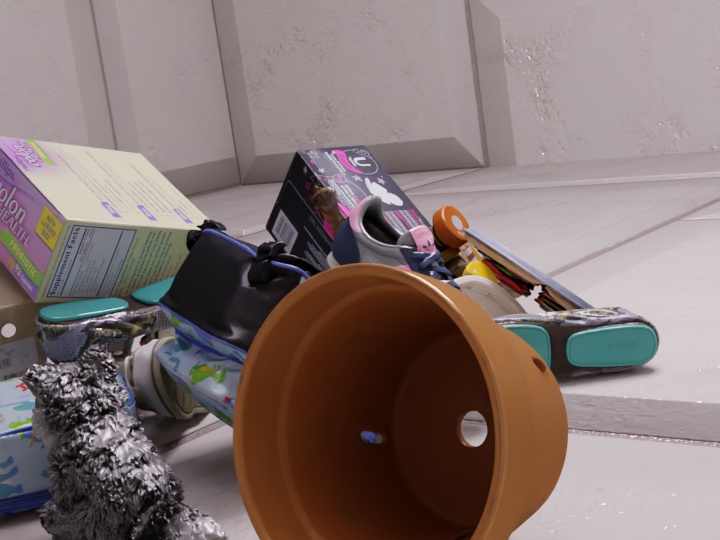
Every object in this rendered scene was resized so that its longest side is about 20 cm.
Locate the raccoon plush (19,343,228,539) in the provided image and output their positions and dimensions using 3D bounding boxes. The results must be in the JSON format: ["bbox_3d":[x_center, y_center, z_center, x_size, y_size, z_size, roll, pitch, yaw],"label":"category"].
[{"bbox_3d":[-0.166,0.127,0.855,0.199,0.135,0.097,-2,11,35],"label":"raccoon plush"}]

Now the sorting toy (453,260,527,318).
[{"bbox_3d":[0.045,0.077,1.175,0.199,0.107,0.180,-17,-6,-43],"label":"sorting toy"}]

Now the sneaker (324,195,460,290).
[{"bbox_3d":[0.053,0.010,1.021,0.200,0.082,0.070,36,27,26],"label":"sneaker"}]

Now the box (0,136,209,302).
[{"bbox_3d":[-0.284,-0.051,1.234,0.199,0.097,0.176,3,30,-49],"label":"box"}]

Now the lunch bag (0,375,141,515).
[{"bbox_3d":[-0.277,0.144,1.017,0.160,0.083,0.200,-10,10,-19],"label":"lunch bag"}]

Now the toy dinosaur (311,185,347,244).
[{"bbox_3d":[0.000,0.000,1.143,0.106,0.201,0.060,0,28,17],"label":"toy dinosaur"}]

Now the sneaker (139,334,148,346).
[{"bbox_3d":[-0.130,0.078,1.251,0.199,0.087,0.074,-17,6,-3],"label":"sneaker"}]

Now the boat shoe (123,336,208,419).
[{"bbox_3d":[-0.189,0.105,1.098,0.068,0.075,0.200,0,-14,4],"label":"boat shoe"}]

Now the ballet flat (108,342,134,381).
[{"bbox_3d":[-0.285,0.102,1.318,0.069,0.070,0.200,-13,10,-26],"label":"ballet flat"}]

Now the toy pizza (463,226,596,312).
[{"bbox_3d":[0.185,0.020,1.220,0.200,0.032,0.200,34,3,-2],"label":"toy pizza"}]

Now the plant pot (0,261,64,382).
[{"bbox_3d":[-0.394,0.078,1.236,0.199,0.201,0.177,-14,23,-31],"label":"plant pot"}]

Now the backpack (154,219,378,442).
[{"bbox_3d":[-0.064,0.073,0.987,0.200,0.147,0.183,34,-8,-31],"label":"backpack"}]

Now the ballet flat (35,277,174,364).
[{"bbox_3d":[-0.224,0.052,1.165,0.199,0.073,0.072,-14,11,-30],"label":"ballet flat"}]

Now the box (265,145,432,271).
[{"bbox_3d":[-0.006,-0.038,1.418,0.114,0.133,0.200,-8,47,-38],"label":"box"}]

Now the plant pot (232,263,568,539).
[{"bbox_3d":[0.038,0.100,0.730,0.199,0.201,0.140,-1,-4,37],"label":"plant pot"}]

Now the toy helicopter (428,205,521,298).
[{"bbox_3d":[0.135,0.011,1.321,0.079,0.133,0.199,-35,-27,33],"label":"toy helicopter"}]

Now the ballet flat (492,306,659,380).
[{"bbox_3d":[0.178,0.069,1.104,0.199,0.073,0.072,-3,9,-8],"label":"ballet flat"}]
